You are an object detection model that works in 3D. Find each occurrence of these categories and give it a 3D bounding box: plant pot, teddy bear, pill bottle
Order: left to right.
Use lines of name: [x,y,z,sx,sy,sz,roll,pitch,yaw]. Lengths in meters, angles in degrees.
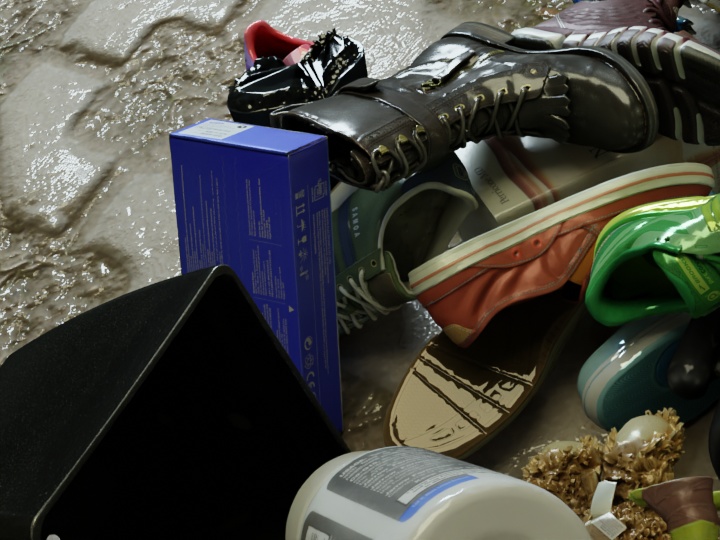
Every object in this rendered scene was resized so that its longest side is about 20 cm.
plant pot: [-0.142,0.135,0.950,0.177,0.200,0.200,-2,41,37]
pill bottle: [0.033,0.151,0.857,0.114,0.114,0.200,-32,11,-15]
teddy bear: [0.134,0.164,0.883,0.145,0.067,0.200,-29,40,13]

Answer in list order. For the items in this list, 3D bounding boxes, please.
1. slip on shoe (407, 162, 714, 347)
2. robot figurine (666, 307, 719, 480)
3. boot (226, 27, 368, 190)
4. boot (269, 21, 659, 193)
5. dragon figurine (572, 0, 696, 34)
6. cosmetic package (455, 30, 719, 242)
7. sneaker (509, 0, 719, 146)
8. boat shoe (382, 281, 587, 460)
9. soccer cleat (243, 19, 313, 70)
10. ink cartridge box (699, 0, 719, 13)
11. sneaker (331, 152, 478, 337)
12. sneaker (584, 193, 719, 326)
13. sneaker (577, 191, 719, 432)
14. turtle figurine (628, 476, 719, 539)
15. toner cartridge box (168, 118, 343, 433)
slip on shoe: [0.127,-0.012,1.005,0.200,0.061,0.074,-24,-3,-12]
robot figurine: [0.262,0.066,0.904,0.125,0.150,0.200,-34,20,49]
boot: [-0.066,-0.056,1.146,0.200,0.168,0.076,-33,41,-15]
boot: [0.064,-0.088,1.037,0.200,0.069,0.174,22,40,40]
dragon figurine: [0.191,-0.198,1.287,0.099,0.059,0.200,-24,43,-10]
cosmetic package: [0.165,-0.071,1.133,0.200,0.087,0.103,-27,41,-9]
sneaker: [0.199,-0.151,1.086,0.200,0.076,0.115,20,49,39]
boat shoe: [0.089,0.054,1.041,0.072,0.065,0.200,31,67,20]
soccer cleat: [-0.025,-0.136,1.296,0.068,0.073,0.200,-37,42,-20]
ink cartridge box: [0.266,-0.215,1.213,0.047,0.200,0.198,-54,40,15]
sneaker: [0.000,0.000,1.086,0.200,0.067,0.090,-51,42,5]
sneaker: [0.203,-0.012,0.894,0.200,0.074,0.084,-28,20,45]
sneaker: [0.184,0.019,1.032,0.200,0.080,0.130,-28,41,-26]
turtle figurine: [0.168,0.179,0.770,0.199,0.064,0.162,1,69,-20]
toner cartridge box: [-0.064,0.010,1.045,0.095,0.201,0.043,13,26,33]
